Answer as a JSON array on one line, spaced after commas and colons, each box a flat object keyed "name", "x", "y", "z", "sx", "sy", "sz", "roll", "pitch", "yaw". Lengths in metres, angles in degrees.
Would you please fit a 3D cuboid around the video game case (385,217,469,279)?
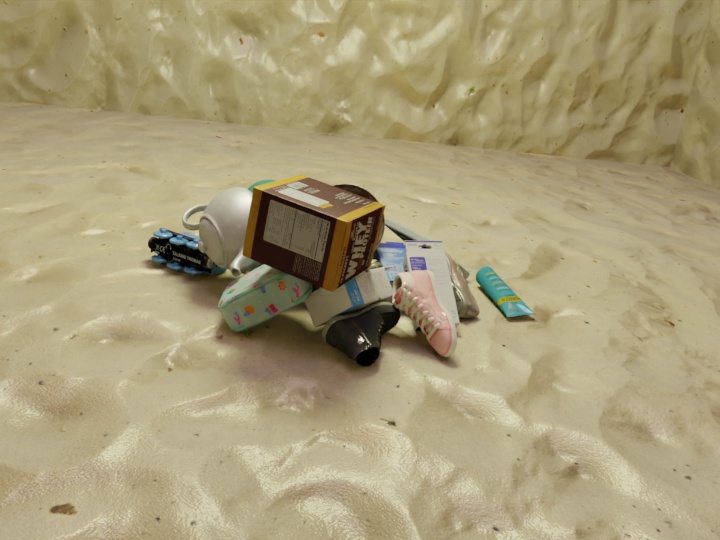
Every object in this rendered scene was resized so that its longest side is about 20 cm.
[{"name": "video game case", "x": 0.170, "y": -0.057, "z": 1.741, "sx": 0.181, "sy": 0.024, "sz": 0.199, "roll": 37, "pitch": -2, "yaw": -39}]

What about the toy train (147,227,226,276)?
[{"name": "toy train", "x": -0.411, "y": -0.045, "z": 1.594, "sx": 0.196, "sy": 0.089, "sz": 0.114, "roll": 16, "pitch": 14, "yaw": 25}]

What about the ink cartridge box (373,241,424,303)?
[{"name": "ink cartridge box", "x": 0.099, "y": 0.003, "z": 1.585, "sx": 0.133, "sy": 0.078, "sz": 0.201, "roll": 4, "pitch": 31, "yaw": -15}]

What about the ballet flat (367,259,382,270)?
[{"name": "ballet flat", "x": 0.000, "y": 0.000, "z": 1.525, "sx": 0.066, "sy": 0.048, "sz": 0.200, "roll": -16, "pitch": -4, "yaw": -15}]

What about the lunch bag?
[{"name": "lunch bag", "x": -0.184, "y": 0.036, "z": 1.358, "sx": 0.196, "sy": 0.078, "sz": 0.161, "roll": -25, "pitch": 17, "yaw": 7}]

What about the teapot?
[{"name": "teapot", "x": -0.295, "y": -0.080, "z": 1.477, "sx": 0.144, "sy": 0.202, "sz": 0.199, "roll": -25, "pitch": 0, "yaw": -29}]

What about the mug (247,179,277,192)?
[{"name": "mug", "x": -0.234, "y": -0.159, "z": 1.829, "sx": 0.179, "sy": 0.156, "sz": 0.115, "roll": 2, "pitch": 20, "yaw": -11}]

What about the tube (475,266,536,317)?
[{"name": "tube", "x": 0.342, "y": 0.059, "z": 1.619, "sx": 0.075, "sy": 0.052, "sz": 0.201, "roll": -8, "pitch": 30, "yaw": -15}]

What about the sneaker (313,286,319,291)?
[{"name": "sneaker", "x": -0.110, "y": 0.020, "z": 1.459, "sx": 0.195, "sy": 0.076, "sz": 0.118, "roll": 14, "pitch": 55, "yaw": -25}]

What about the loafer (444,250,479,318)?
[{"name": "loafer", "x": 0.219, "y": 0.034, "z": 1.570, "sx": 0.062, "sy": 0.072, "sz": 0.203, "roll": 13, "pitch": 40, "yaw": -31}]

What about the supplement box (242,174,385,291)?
[{"name": "supplement box", "x": -0.086, "y": -0.079, "z": 1.286, "sx": 0.196, "sy": 0.136, "sz": 0.197, "roll": 21, "pitch": 21, "yaw": 17}]

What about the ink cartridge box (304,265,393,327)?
[{"name": "ink cartridge box", "x": -0.010, "y": 0.051, "z": 1.393, "sx": 0.115, "sy": 0.068, "sz": 0.198, "roll": -29, "pitch": -11, "yaw": 34}]

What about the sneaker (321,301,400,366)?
[{"name": "sneaker", "x": 0.027, "y": 0.131, "z": 1.318, "sx": 0.197, "sy": 0.076, "sz": 0.106, "roll": -15, "pitch": 41, "yaw": -40}]

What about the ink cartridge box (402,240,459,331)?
[{"name": "ink cartridge box", "x": 0.151, "y": 0.032, "z": 1.468, "sx": 0.097, "sy": 0.039, "sz": 0.205, "roll": 1, "pitch": 64, "yaw": -16}]

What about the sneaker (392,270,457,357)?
[{"name": "sneaker", "x": 0.120, "y": 0.085, "z": 1.354, "sx": 0.102, "sy": 0.076, "sz": 0.204, "roll": 4, "pitch": 51, "yaw": -28}]

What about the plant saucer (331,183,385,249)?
[{"name": "plant saucer", "x": -0.039, "y": -0.105, "z": 1.570, "sx": 0.194, "sy": 0.206, "sz": 0.032, "roll": 8, "pitch": -17, "yaw": 5}]
